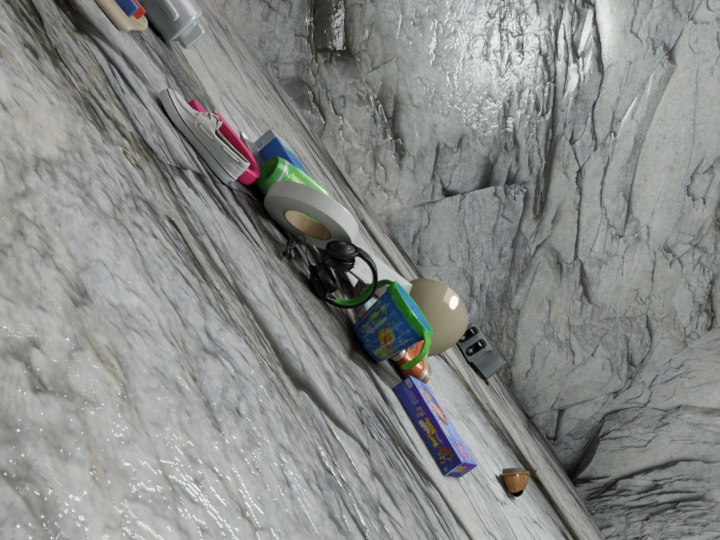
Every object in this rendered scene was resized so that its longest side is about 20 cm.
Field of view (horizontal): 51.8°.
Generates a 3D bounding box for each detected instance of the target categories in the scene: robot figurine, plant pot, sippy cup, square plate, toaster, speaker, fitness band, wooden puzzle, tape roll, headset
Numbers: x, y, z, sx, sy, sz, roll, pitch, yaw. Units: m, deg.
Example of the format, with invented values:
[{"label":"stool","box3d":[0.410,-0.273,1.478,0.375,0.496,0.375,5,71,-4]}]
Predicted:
[{"label":"robot figurine","box3d":[-0.441,-0.606,1.691,0.201,0.113,0.170,50,-1,-23]},{"label":"plant pot","box3d":[0.159,0.141,1.889,0.201,0.199,0.135,52,45,-10]},{"label":"sippy cup","box3d":[0.060,0.115,1.529,0.140,0.130,0.178,49,9,-22]},{"label":"square plate","box3d":[-0.202,-0.202,1.691,0.198,0.028,0.201,46,11,-41]},{"label":"toaster","box3d":[0.506,0.348,3.136,0.200,0.118,0.182,47,11,-39]},{"label":"speaker","box3d":[-0.126,-0.152,1.573,0.199,0.088,0.089,39,15,-32]},{"label":"fitness band","box3d":[-0.274,-0.259,1.489,0.201,0.037,0.144,50,9,-20]},{"label":"wooden puzzle","box3d":[-0.489,-0.556,1.450,0.186,0.046,0.200,52,9,-18]},{"label":"tape roll","box3d":[-0.098,-0.105,1.469,0.200,0.038,0.203,23,-19,8]},{"label":"headset","box3d":[-0.057,0.000,1.420,0.198,0.124,0.094,33,22,-13]}]

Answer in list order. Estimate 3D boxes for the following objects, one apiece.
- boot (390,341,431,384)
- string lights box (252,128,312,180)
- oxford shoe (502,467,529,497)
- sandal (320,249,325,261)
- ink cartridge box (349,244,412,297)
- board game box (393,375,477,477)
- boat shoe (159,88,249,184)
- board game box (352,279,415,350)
[{"label":"boot","box3d":[0.105,0.182,1.728,0.107,0.075,0.201,46,11,-17]},{"label":"string lights box","box3d":[-0.158,-0.219,1.705,0.202,0.059,0.103,57,9,16]},{"label":"oxford shoe","box3d":[0.413,0.566,1.976,0.200,0.070,0.073,37,45,-64]},{"label":"sandal","box3d":[-0.052,-0.069,1.706,0.069,0.078,0.214,19,35,-30]},{"label":"ink cartridge box","box3d":[0.000,0.000,1.772,0.174,0.045,0.199,3,28,-47]},{"label":"board game box","box3d":[0.154,0.320,1.516,0.202,0.044,0.134,58,9,26]},{"label":"boat shoe","box3d":[-0.278,-0.252,1.335,0.201,0.065,0.072,53,8,-10]},{"label":"board game box","box3d":[0.055,0.099,1.712,0.133,0.035,0.201,25,17,-15]}]
